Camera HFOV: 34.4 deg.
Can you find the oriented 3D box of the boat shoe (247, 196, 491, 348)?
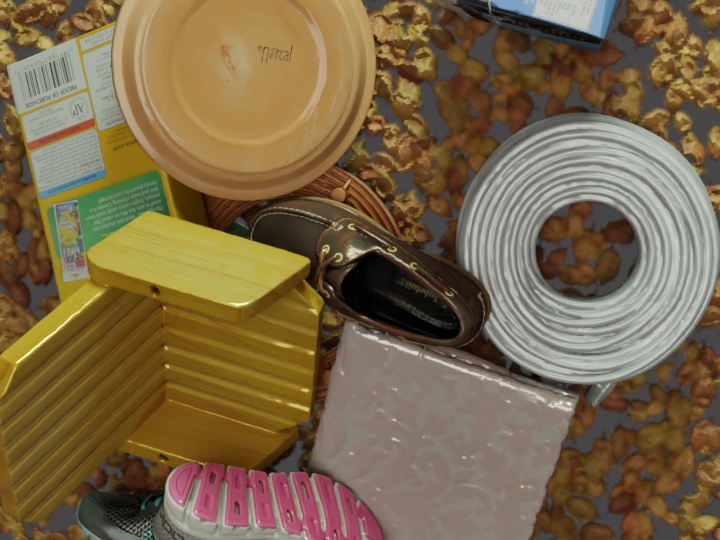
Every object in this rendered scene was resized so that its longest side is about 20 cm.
[{"bbox_3d":[0.000,0.000,0.857,0.198,0.070,0.071,20,110,17],"label":"boat shoe"}]

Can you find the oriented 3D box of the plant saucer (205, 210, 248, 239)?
[{"bbox_3d":[-0.137,0.049,0.968,0.197,0.027,0.203,2,100,12],"label":"plant saucer"}]

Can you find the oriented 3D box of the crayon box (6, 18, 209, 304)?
[{"bbox_3d":[-0.198,-0.083,0.923,0.124,0.051,0.203,-15,86,23],"label":"crayon box"}]

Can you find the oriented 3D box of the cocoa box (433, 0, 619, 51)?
[{"bbox_3d":[0.121,-0.230,0.782,0.130,0.200,0.135,17,101,8],"label":"cocoa box"}]

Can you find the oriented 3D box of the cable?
[{"bbox_3d":[0.167,-0.015,0.874,0.200,0.069,0.200,45,105,2],"label":"cable"}]

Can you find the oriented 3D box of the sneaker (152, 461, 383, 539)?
[{"bbox_3d":[-0.075,0.205,0.898,0.198,0.074,0.088,18,129,-31],"label":"sneaker"}]

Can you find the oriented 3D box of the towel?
[{"bbox_3d":[0.056,0.146,0.915,0.189,0.032,0.202,18,120,7],"label":"towel"}]

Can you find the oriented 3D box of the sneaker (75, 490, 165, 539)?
[{"bbox_3d":[-0.136,0.201,0.968,0.197,0.078,0.093,12,104,1],"label":"sneaker"}]

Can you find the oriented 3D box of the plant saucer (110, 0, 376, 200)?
[{"bbox_3d":[-0.084,-0.152,0.861,0.197,0.032,0.203,-2,101,-13],"label":"plant saucer"}]

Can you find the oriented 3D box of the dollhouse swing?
[{"bbox_3d":[-0.141,0.097,0.833,0.179,0.177,0.202,16,133,9],"label":"dollhouse swing"}]

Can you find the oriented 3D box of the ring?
[{"bbox_3d":[-0.059,0.009,0.924,0.197,0.019,0.204,2,100,12],"label":"ring"}]
